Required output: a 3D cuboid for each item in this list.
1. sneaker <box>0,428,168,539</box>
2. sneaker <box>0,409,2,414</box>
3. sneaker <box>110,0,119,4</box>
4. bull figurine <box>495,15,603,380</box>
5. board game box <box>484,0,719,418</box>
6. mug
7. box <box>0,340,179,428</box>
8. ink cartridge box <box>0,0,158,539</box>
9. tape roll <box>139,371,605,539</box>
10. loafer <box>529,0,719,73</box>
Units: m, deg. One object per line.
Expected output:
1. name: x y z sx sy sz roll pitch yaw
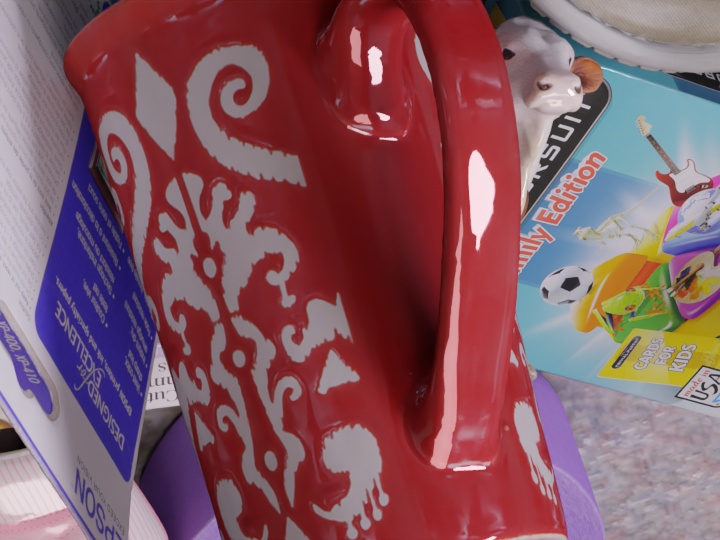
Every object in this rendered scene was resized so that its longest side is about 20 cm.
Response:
1. sneaker: -0.176 0.111 1.153 0.199 0.075 0.105 -15 108 26
2. sneaker: -0.177 -0.008 1.022 0.199 0.079 0.090 15 125 -29
3. sneaker: -0.095 -0.169 0.878 0.076 0.081 0.200 -22 135 8
4. bull figurine: 0.011 -0.016 1.012 0.199 0.122 0.065 -17 154 41
5. board game box: 0.106 -0.024 1.110 0.199 0.047 0.151 15 128 -29
6. mug: -0.011 0.004 0.887 0.133 0.201 0.178 -14 167 -3
7. box: -0.133 0.035 1.104 0.199 0.039 0.042 -7 137 -10
8. ink cartridge box: -0.117 -0.025 0.932 0.043 0.201 0.199 -8 138 15
9. tape roll: 0.004 0.117 1.210 0.199 0.066 0.201 -9 136 -9
10. loafer: 0.135 -0.114 1.019 0.199 0.075 0.070 9 120 -30
